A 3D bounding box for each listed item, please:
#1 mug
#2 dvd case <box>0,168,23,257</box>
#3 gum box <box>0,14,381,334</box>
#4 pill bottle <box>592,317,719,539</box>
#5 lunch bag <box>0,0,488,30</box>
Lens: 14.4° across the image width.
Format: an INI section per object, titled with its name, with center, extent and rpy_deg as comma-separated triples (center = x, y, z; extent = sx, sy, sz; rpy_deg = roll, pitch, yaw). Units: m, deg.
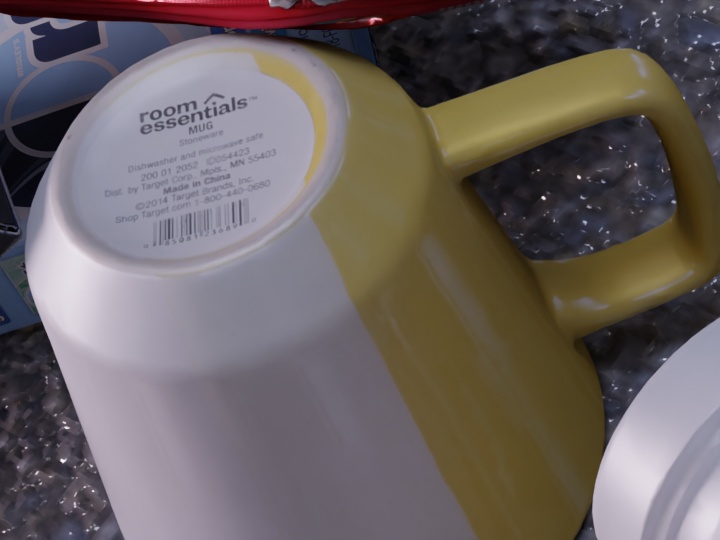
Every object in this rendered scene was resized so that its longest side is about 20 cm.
[mug]
center = -0.009, 0.001, 0.806
extent = 0.149, 0.153, 0.187
rpy_deg = 28, 67, 36
[dvd case]
center = -0.179, -0.055, 0.839
extent = 0.150, 0.025, 0.200
rpy_deg = -39, 59, 32
[gum box]
center = -0.096, -0.066, 0.963
extent = 0.200, 0.045, 0.170
rpy_deg = -19, 50, 8
[pill bottle]
center = 0.152, 0.097, 0.693
extent = 0.116, 0.116, 0.200
rpy_deg = -37, 51, -9
[lunch bag]
center = -0.041, -0.116, 0.832
extent = 0.200, 0.082, 0.176
rpy_deg = 8, 18, 40
